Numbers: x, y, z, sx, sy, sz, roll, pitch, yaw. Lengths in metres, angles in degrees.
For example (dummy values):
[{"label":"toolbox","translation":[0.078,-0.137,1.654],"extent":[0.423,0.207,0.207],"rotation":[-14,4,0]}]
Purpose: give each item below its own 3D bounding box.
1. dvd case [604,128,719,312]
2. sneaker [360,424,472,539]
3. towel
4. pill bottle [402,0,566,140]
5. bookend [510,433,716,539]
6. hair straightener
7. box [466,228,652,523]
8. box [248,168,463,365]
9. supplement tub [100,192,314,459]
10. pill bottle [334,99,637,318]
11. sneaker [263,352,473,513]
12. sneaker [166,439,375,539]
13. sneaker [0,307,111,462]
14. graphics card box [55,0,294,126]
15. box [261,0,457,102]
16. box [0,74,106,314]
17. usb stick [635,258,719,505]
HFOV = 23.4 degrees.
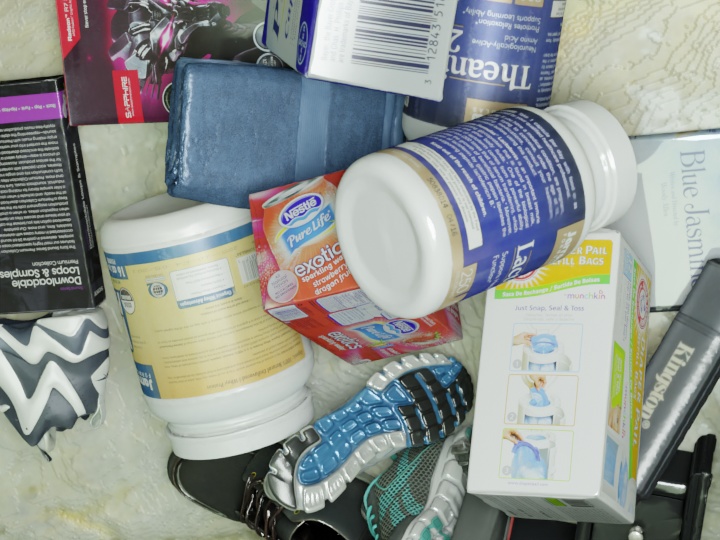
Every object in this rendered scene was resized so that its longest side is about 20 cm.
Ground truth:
[{"label":"dvd case","translation":[0.199,-0.034,1.382],"extent":[0.199,0.018,0.143],"rotation":[-4,104,15]},{"label":"sneaker","translation":[0.037,0.207,1.407],"extent":[0.091,0.200,0.078],"rotation":[-6,120,29]},{"label":"towel","translation":[-0.056,-0.100,1.350],"extent":[0.199,0.048,0.112],"rotation":[5,92,-29]},{"label":"pill bottle","translation":[0.091,-0.146,1.322],"extent":[0.110,0.111,0.201],"rotation":[10,104,11]},{"label":"bookend","translation":[0.176,0.224,1.421],"extent":[0.198,0.092,0.201],"rotation":[10,106,11]},{"label":"hair straightener","translation":[0.107,0.148,1.384],"extent":[0.041,0.077,0.201],"rotation":[5,65,35]},{"label":"box","translation":[0.152,0.080,1.307],"extent":[0.101,0.112,0.201],"rotation":[0,73,23]},{"label":"box","translation":[0.000,0.000,1.338],"extent":[0.099,0.200,0.096],"rotation":[-14,71,17]},{"label":"supplement tub","translation":[-0.119,0.038,1.413],"extent":[0.144,0.145,0.201],"rotation":[-10,102,16]},{"label":"pill bottle","translation":[0.091,-0.050,1.213],"extent":[0.116,0.199,0.116],"rotation":[33,133,43]},{"label":"sneaker","translation":[0.000,0.130,1.428],"extent":[0.199,0.087,0.075],"rotation":[-27,88,-20]},{"label":"sneaker","translation":[-0.079,0.192,1.467],"extent":[0.199,0.106,0.075],"rotation":[11,108,10]},{"label":"sneaker","translation":[-0.308,0.106,1.513],"extent":[0.198,0.079,0.130],"rotation":[-7,95,5]},{"label":"graphics card box","translation":[-0.145,-0.184,1.408],"extent":[0.199,0.051,0.126],"rotation":[0,105,13]},{"label":"box","translation":[0.003,-0.232,1.259],"extent":[0.104,0.200,0.185],"rotation":[7,102,-13]},{"label":"box","translation":[-0.302,-0.061,1.489],"extent":[0.142,0.036,0.201],"rotation":[-3,103,15]},{"label":"usb stick","translation":[0.244,0.084,1.341],"extent":[0.055,0.033,0.201],"rotation":[30,90,26]}]
